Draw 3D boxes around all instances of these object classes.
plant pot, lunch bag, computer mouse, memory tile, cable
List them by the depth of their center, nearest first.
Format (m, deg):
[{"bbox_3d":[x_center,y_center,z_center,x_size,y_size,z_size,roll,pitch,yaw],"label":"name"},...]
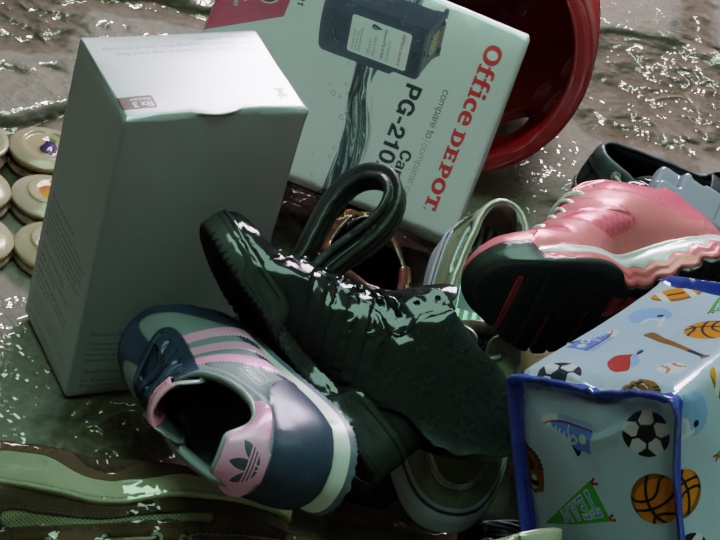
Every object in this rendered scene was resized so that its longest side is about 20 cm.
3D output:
[{"bbox_3d":[0.165,0.124,1.169,0.123,0.201,0.170,7,24,39],"label":"lunch bag"},{"bbox_3d":[-0.040,0.029,1.237,0.097,0.050,0.201,10,61,28],"label":"cable"},{"bbox_3d":[0.032,0.127,1.242,0.200,0.034,0.059,33,49,9],"label":"computer mouse"},{"bbox_3d":[-0.172,-0.041,1.390,0.199,0.017,0.154,7,36,-15],"label":"memory tile"},{"bbox_3d":[0.075,-0.194,1.553,0.200,0.201,0.183,19,32,2],"label":"plant pot"}]

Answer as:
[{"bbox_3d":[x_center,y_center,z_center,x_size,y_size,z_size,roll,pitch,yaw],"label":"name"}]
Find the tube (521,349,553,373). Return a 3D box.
[{"bbox_3d":[0.118,0.083,1.278,0.058,0.052,0.201,-17,56,6],"label":"tube"}]

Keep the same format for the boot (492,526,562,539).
[{"bbox_3d":[0.108,0.202,1.072,0.199,0.072,0.155,0,74,-19],"label":"boot"}]

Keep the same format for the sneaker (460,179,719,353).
[{"bbox_3d":[0.125,-0.010,1.249,0.199,0.074,0.087,-3,47,-38],"label":"sneaker"}]

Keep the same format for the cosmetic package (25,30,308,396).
[{"bbox_3d":[-0.113,-0.031,1.240,0.112,0.201,0.081,-4,40,-29],"label":"cosmetic package"}]

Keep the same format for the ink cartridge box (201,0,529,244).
[{"bbox_3d":[-0.006,-0.118,1.428,0.199,0.145,0.084,22,-2,0],"label":"ink cartridge box"}]

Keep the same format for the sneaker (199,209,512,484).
[{"bbox_3d":[0.008,0.033,1.177,0.104,0.060,0.200,-34,87,-14],"label":"sneaker"}]

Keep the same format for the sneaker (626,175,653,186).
[{"bbox_3d":[0.173,0.040,1.384,0.076,0.091,0.201,18,57,10],"label":"sneaker"}]

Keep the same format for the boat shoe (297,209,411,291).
[{"bbox_3d":[0.000,0.000,1.338,0.070,0.071,0.200,10,22,-12],"label":"boat shoe"}]

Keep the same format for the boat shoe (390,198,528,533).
[{"bbox_3d":[0.057,0.048,1.241,0.072,0.062,0.201,12,58,-9],"label":"boat shoe"}]

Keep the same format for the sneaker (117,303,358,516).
[{"bbox_3d":[-0.085,0.061,1.134,0.082,0.070,0.200,15,8,-40],"label":"sneaker"}]

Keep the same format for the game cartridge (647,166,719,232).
[{"bbox_3d":[0.240,0.038,1.333,0.200,0.040,0.134,34,50,-5],"label":"game cartridge"}]

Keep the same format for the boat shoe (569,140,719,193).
[{"bbox_3d":[0.244,-0.038,1.531,0.199,0.063,0.073,16,34,-3],"label":"boat shoe"}]

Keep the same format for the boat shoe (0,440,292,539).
[{"bbox_3d":[-0.128,0.137,1.133,0.201,0.075,0.075,11,75,-29],"label":"boat shoe"}]
